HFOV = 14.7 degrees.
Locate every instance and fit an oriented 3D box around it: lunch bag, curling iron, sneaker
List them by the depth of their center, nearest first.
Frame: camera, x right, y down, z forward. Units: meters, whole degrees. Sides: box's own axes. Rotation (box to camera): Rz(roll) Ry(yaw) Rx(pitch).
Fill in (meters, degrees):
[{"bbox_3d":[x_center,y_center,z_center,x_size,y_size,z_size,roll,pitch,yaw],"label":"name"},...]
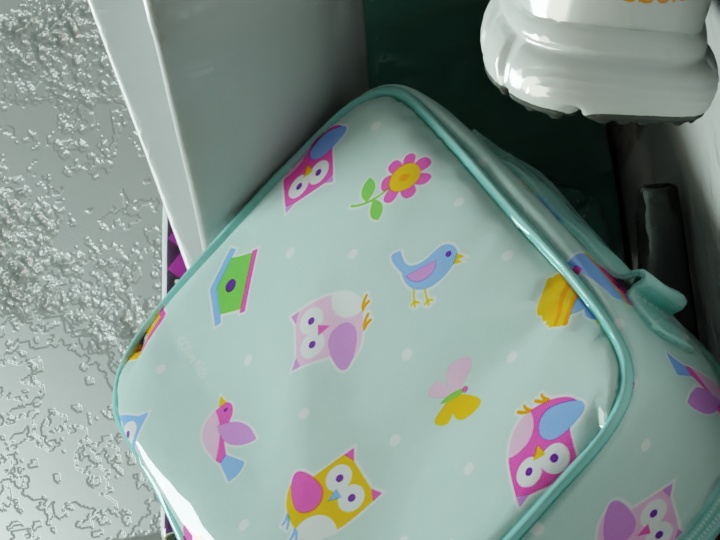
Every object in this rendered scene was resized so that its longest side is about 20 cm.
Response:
[{"bbox_3d":[0.059,-0.107,0.741,0.200,0.073,0.080,-114,28,-64],"label":"sneaker"},{"bbox_3d":[0.021,0.044,0.828,0.077,0.160,0.200,36,-169,-41],"label":"lunch bag"},{"bbox_3d":[0.097,0.071,0.863,0.050,0.025,0.201,-97,-2,-73],"label":"curling iron"}]

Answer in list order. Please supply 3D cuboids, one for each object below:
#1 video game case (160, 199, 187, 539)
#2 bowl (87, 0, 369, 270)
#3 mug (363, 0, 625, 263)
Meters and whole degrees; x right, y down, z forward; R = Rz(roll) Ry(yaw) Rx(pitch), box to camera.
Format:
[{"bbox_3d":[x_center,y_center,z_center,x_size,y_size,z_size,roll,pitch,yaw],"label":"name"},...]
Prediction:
[{"bbox_3d":[-0.030,0.074,1.040,0.201,0.036,0.182,-93,-14,-46],"label":"video game case"},{"bbox_3d":[-0.053,-0.108,0.931,0.200,0.074,0.201,84,165,-56],"label":"bowl"},{"bbox_3d":[0.029,-0.037,1.027,0.185,0.114,0.153,85,175,-74],"label":"mug"}]
